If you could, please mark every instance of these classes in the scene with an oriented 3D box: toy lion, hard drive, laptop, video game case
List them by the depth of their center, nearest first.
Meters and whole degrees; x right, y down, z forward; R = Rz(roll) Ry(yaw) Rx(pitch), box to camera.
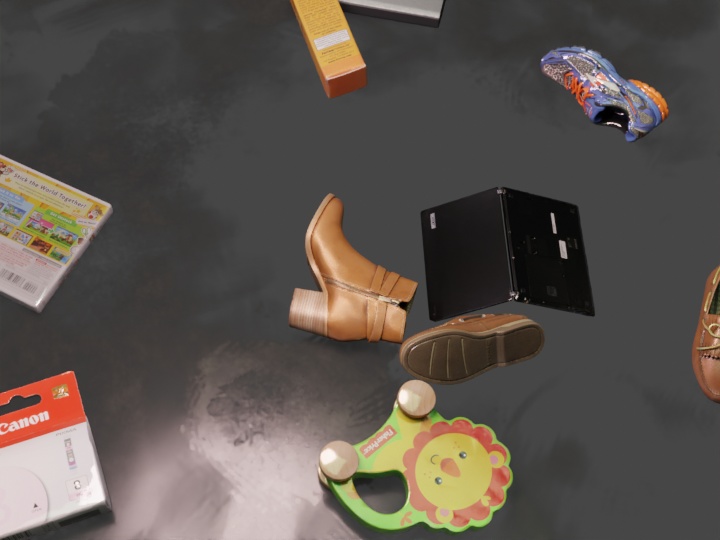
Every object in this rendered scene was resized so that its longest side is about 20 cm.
[{"bbox_3d":[0.076,0.246,1.460,0.200,0.069,0.192,-36,74,-18],"label":"toy lion"},{"bbox_3d":[0.198,-0.012,1.632,0.200,0.103,0.177,11,58,-24],"label":"laptop"},{"bbox_3d":[-0.471,-0.055,1.647,0.200,0.023,0.182,24,63,14],"label":"video game case"},{"bbox_3d":[0.038,-0.451,1.869,0.200,0.033,0.140,11,61,6],"label":"hard drive"}]

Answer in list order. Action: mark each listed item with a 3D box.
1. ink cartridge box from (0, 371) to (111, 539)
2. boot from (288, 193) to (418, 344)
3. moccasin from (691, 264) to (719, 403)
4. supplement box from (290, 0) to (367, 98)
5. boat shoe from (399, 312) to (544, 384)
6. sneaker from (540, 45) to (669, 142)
[{"bbox_3d":[-0.409,0.225,1.473,0.162,0.057,0.200,-17,66,-10],"label":"ink cartridge box"},{"bbox_3d":[0.000,0.000,1.584,0.155,0.077,0.200,9,63,7],"label":"boot"},{"bbox_3d":[0.472,0.076,1.543,0.074,0.078,0.202,16,61,9],"label":"moccasin"},{"bbox_3d":[-0.053,-0.359,1.778,0.069,0.067,0.200,-22,72,-5],"label":"supplement box"},{"bbox_3d":[0.132,0.095,1.524,0.200,0.072,0.068,-4,20,-25],"label":"boat shoe"},{"bbox_3d":[0.343,-0.256,1.738,0.200,0.075,0.078,32,68,19],"label":"sneaker"}]
